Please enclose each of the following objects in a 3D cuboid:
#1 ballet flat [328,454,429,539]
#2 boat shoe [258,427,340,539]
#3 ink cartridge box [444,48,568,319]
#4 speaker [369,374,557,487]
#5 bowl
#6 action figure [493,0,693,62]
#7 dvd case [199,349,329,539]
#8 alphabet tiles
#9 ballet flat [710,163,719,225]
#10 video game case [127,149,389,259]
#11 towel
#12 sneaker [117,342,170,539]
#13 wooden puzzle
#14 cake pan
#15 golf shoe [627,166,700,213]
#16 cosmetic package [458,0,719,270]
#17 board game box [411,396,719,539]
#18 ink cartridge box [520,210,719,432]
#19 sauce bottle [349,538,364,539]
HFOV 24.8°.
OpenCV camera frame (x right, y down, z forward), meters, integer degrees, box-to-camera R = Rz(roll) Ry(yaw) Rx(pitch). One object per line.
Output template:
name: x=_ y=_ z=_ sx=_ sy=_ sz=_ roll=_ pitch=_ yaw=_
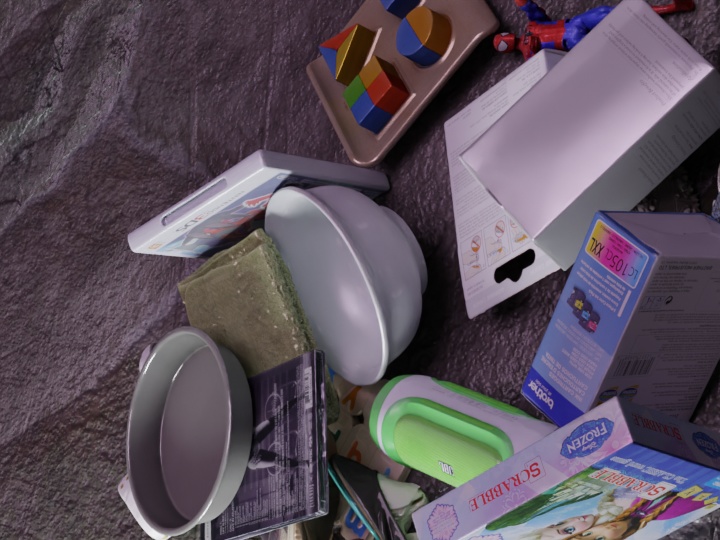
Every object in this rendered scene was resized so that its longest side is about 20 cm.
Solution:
ballet flat: x=0.041 y=0.238 z=1.467 sx=0.068 sy=0.068 sz=0.200 roll=-30 pitch=65 yaw=-1
boat shoe: x=-0.063 y=0.241 z=1.528 sx=0.065 sy=0.072 sz=0.201 roll=1 pitch=88 yaw=34
ink cartridge box: x=0.146 y=-0.074 z=1.464 sx=0.162 sy=0.050 sz=0.201 roll=-34 pitch=58 yaw=52
speaker: x=0.101 y=0.153 z=1.425 sx=0.200 sy=0.088 sz=0.089 roll=19 pitch=88 yaw=44
bowl: x=0.000 y=0.000 z=1.539 sx=0.201 sy=0.090 sz=0.202 roll=46 pitch=150 yaw=36
action figure: x=0.187 y=-0.224 z=1.476 sx=0.200 sy=0.099 sz=0.066 roll=-3 pitch=72 yaw=44
dvd case: x=-0.092 y=0.170 z=1.525 sx=0.200 sy=0.016 sz=0.149 roll=-25 pitch=60 yaw=48
alphabet tiles: x=-0.034 y=0.178 z=1.587 sx=0.200 sy=0.015 sz=0.196 roll=33 pitch=98 yaw=43
ballet flat: x=0.326 y=-0.114 z=1.331 sx=0.074 sy=0.074 sz=0.201 roll=10 pitch=81 yaw=43
video game case: x=-0.097 y=-0.057 z=1.599 sx=0.182 sy=0.200 sz=0.023 roll=-30 pitch=71 yaw=31
towel: x=-0.099 y=0.073 z=1.592 sx=0.148 sy=0.036 sz=0.201 roll=-28 pitch=81 yaw=43
sneaker: x=-0.216 y=0.181 z=1.710 sx=0.115 sy=0.074 sz=0.200 roll=-38 pitch=54 yaw=22
wooden puzzle: x=0.030 y=-0.227 z=1.635 sx=0.200 sy=0.046 sz=0.186 roll=-46 pitch=42 yaw=20
cake pan: x=-0.164 y=0.155 z=1.579 sx=0.200 sy=0.037 sz=0.201 roll=-17 pitch=69 yaw=52
golf shoe: x=0.231 y=-0.071 z=1.411 sx=0.097 sy=0.078 sz=0.201 roll=-38 pitch=46 yaw=47
cosmetic package: x=0.193 y=-0.112 z=1.333 sx=0.200 sy=0.081 sz=0.113 roll=-43 pitch=57 yaw=10
board game box: x=0.178 y=0.177 z=1.269 sx=0.199 sy=0.200 sz=0.041 roll=-35 pitch=55 yaw=29
ink cartridge box: x=0.217 y=0.057 z=1.298 sx=0.076 sy=0.136 sz=0.201 roll=42 pitch=121 yaw=44
sauce bottle: x=0.021 y=0.335 z=1.447 sx=0.066 sy=0.066 sz=0.200 roll=-43 pitch=59 yaw=23
